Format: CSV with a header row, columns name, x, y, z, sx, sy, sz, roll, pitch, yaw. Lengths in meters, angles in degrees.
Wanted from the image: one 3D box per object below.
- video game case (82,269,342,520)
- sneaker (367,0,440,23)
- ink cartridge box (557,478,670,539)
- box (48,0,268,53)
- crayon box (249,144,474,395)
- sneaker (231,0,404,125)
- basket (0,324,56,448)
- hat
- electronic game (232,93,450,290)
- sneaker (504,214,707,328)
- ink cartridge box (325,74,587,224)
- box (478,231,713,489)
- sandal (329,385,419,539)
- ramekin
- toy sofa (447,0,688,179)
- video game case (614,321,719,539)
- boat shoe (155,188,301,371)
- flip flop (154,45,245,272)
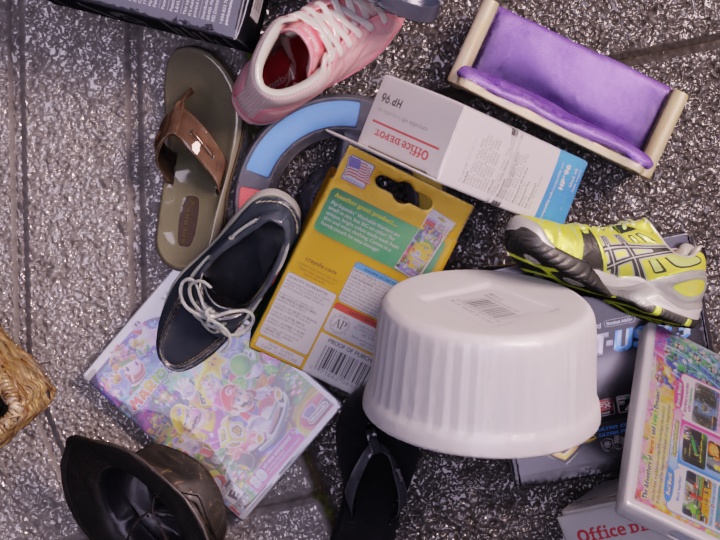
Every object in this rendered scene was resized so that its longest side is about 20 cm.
name,x,y,z,sx,sy,sz,roll,pitch,yaw
video game case,-0.135,0.109,1.483,0.200,0.018,0.143,42,94,-1
sneaker,-0.003,-0.293,1.378,0.199,0.070,0.082,38,118,7
ink cartridge box,0.282,0.278,1.415,0.144,0.083,0.202,-20,93,43
box,-0.180,-0.266,1.398,0.198,0.148,0.105,15,94,0
crayon box,0.000,0.000,1.418,0.125,0.052,0.201,25,103,-8
sneaker,-0.025,-0.205,1.404,0.200,0.105,0.076,-41,91,-12
basket,-0.392,0.129,1.427,0.200,0.149,0.143,-42,91,4
hat,-0.176,0.207,1.449,0.201,0.200,0.081,51,55,-1
electronic game,-0.017,-0.058,1.458,0.197,0.042,0.203,0,94,1
sneaker,0.210,-0.014,1.384,0.198,0.075,0.077,21,83,-24
ink cartridge box,0.082,-0.105,1.366,0.199,0.116,0.068,18,96,-41
box,0.217,0.080,1.457,0.198,0.050,0.201,-10,94,2
sandal,0.013,0.197,1.439,0.075,0.043,0.202,1,114,-7
ramekin,0.102,0.071,1.331,0.198,0.201,0.099,2,108,2
toy sofa,0.181,-0.160,1.419,0.198,0.098,0.083,26,94,1
video game case,0.307,0.157,1.362,0.181,0.201,0.024,25,137,-8
boat shoe,-0.119,0.018,1.418,0.075,0.062,0.200,38,111,-12
flip flop,-0.154,-0.099,1.442,0.080,0.057,0.202,9,93,21
